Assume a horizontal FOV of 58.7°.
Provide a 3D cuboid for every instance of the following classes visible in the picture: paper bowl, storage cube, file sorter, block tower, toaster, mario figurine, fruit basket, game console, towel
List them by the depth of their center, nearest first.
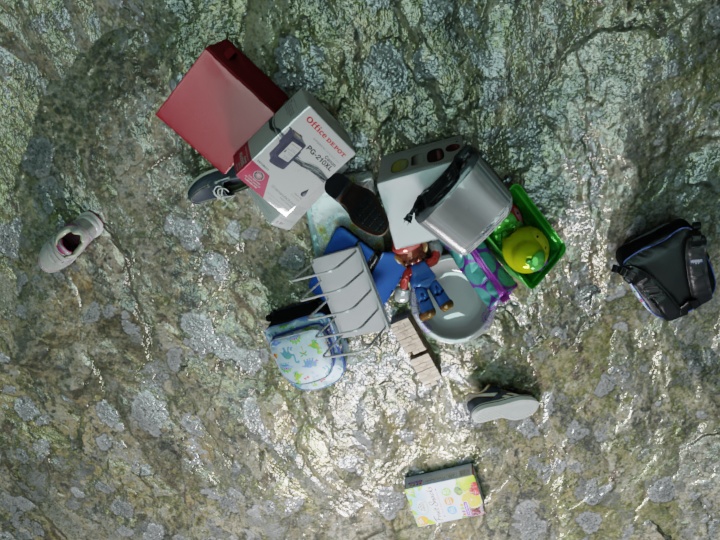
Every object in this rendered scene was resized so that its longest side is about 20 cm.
[{"bbox_3d":[0.189,-0.121,1.196,0.129,0.114,0.200,38,110,-14],"label":"toaster"},{"bbox_3d":[-0.280,-0.340,1.325,0.179,0.172,0.200,40,111,-14],"label":"storage cube"},{"bbox_3d":[0.350,-0.064,1.365,0.156,0.215,0.216,-46,106,-12],"label":"fruit basket"},{"bbox_3d":[0.130,0.004,1.408,0.106,0.122,0.203,-32,77,46],"label":"mario figurine"},{"bbox_3d":[-0.046,0.073,1.410,0.137,0.124,0.203,-13,105,33],"label":"file sorter"},{"bbox_3d":[-0.038,-0.120,1.472,0.168,0.048,0.203,-8,113,6],"label":"towel"},{"bbox_3d":[0.212,0.065,1.478,0.197,0.104,0.205,0,88,4],"label":"paper bowl"},{"bbox_3d":[0.000,0.000,1.499,0.170,0.118,0.201,37,125,10],"label":"game console"},{"bbox_3d":[0.140,0.192,1.591,0.053,0.058,0.202,-24,112,15],"label":"block tower"}]

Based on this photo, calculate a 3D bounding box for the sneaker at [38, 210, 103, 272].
[{"bbox_3d":[-0.709,-0.060,1.530,0.199,0.089,0.081,-39,106,19],"label":"sneaker"}]

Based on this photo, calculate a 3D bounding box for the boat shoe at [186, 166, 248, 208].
[{"bbox_3d":[-0.302,-0.192,1.443,0.197,0.063,0.075,-22,155,8],"label":"boat shoe"}]

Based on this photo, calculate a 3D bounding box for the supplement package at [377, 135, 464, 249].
[{"bbox_3d":[0.145,-0.170,1.349,0.188,0.201,0.149,-14,113,10],"label":"supplement package"}]

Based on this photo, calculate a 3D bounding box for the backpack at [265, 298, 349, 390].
[{"bbox_3d":[-0.125,0.195,1.564,0.180,0.148,0.202,-17,115,14],"label":"backpack"}]

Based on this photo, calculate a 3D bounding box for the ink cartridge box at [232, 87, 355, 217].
[{"bbox_3d":[-0.130,-0.229,1.259,0.199,0.085,0.144,-40,128,15],"label":"ink cartridge box"}]

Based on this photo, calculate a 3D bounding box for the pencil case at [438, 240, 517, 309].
[{"bbox_3d":[0.252,-0.018,1.382,0.085,0.092,0.201,-37,88,1],"label":"pencil case"}]

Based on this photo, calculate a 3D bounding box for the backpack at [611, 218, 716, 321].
[{"bbox_3d":[0.674,0.002,1.409,0.198,0.154,0.192,-28,101,22],"label":"backpack"}]

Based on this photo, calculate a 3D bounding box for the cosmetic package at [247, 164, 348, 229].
[{"bbox_3d":[-0.137,-0.199,1.391,0.200,0.085,0.108,-43,69,14],"label":"cosmetic package"}]

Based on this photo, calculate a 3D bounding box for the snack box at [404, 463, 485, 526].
[{"bbox_3d":[0.235,0.625,1.776,0.197,0.053,0.144,-15,111,12],"label":"snack box"}]

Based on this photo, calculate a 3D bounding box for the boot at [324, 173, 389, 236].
[{"bbox_3d":[0.012,-0.126,1.338,0.075,0.200,0.097,-47,145,7],"label":"boot"}]

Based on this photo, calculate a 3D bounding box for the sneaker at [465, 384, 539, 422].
[{"bbox_3d":[0.358,0.331,1.628,0.197,0.080,0.079,2,123,-24],"label":"sneaker"}]
